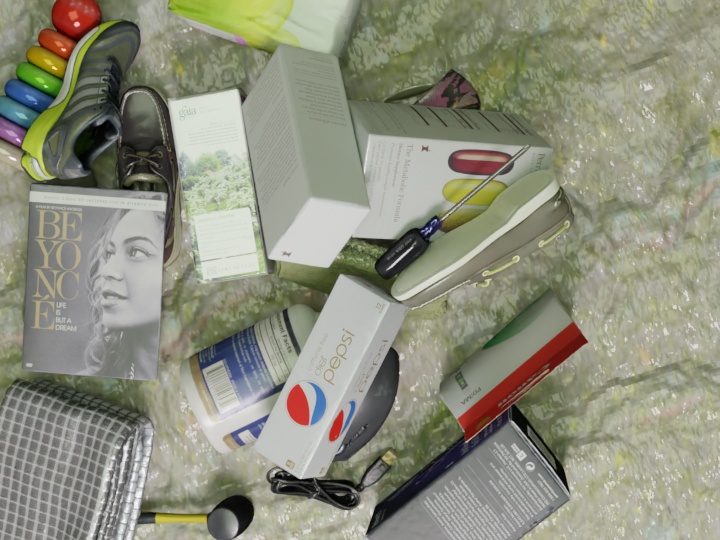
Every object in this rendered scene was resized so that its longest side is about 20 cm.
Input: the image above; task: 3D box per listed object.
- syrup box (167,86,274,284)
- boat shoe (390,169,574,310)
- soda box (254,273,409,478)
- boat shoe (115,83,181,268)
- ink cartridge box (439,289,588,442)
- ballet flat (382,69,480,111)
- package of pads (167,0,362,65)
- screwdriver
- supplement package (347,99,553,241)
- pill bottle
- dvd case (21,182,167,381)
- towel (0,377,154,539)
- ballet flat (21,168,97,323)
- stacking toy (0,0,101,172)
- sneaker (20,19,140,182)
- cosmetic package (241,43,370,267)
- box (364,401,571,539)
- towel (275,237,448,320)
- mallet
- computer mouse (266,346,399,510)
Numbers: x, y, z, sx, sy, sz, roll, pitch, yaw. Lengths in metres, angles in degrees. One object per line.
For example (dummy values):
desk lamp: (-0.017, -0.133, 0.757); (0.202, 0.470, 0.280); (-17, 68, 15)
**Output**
syrup box: (-0.148, -0.090, 1.758); (0.078, 0.081, 0.203); (-9, 91, 3)
boat shoe: (0.123, -0.018, 1.630); (0.201, 0.072, 0.061); (-36, 116, -1)
soda box: (-0.029, 0.107, 1.651); (0.063, 0.068, 0.202); (28, 96, 20)
boat shoe: (-0.229, -0.101, 1.771); (0.071, 0.065, 0.203); (-2, 94, 4)
ink cartridge box: (0.153, 0.095, 1.687); (0.161, 0.200, 0.050); (-41, 90, 5)
ballet flat: (0.033, -0.148, 1.755); (0.199, 0.069, 0.072); (-33, 73, 2)
package of pads: (-0.093, -0.311, 1.747); (0.198, 0.068, 0.156); (18, 94, 3)
screwdriver: (0.090, -0.062, 1.621); (0.200, 0.029, 0.028); (-43, 125, 11)
supplement package: (0.080, -0.100, 1.682); (0.198, 0.110, 0.115); (2, 114, -17)
pill bottle: (-0.083, 0.105, 1.749); (0.198, 0.111, 0.112); (-26, 91, 3)
dvd case: (-0.283, 0.012, 1.744); (0.147, 0.016, 0.203); (4, 96, 2)
towel: (-0.324, 0.233, 1.772); (0.164, 0.085, 0.202); (15, 95, 20)
ballet flat: (-0.326, -0.022, 1.784); (0.067, 0.064, 0.203); (10, 94, 3)
stacking toy: (-0.341, -0.209, 1.769); (0.085, 0.085, 0.202); (26, 91, 2)
sneaker: (-0.277, -0.175, 1.738); (0.080, 0.074, 0.202); (14, 70, 30)
cosmetic package: (-0.057, -0.116, 1.643); (0.071, 0.102, 0.202); (9, 51, -27)
box: (0.113, 0.245, 1.726); (0.199, 0.148, 0.105); (-39, 90, 5)
towel: (0.000, 0.000, 1.724); (0.198, 0.149, 0.037); (16, 74, 3)
mallet: (-0.217, 0.272, 1.793); (0.197, 0.066, 0.042); (-2, 95, 5)
computer mouse: (0.004, 0.177, 1.737); (0.140, 0.046, 0.201); (24, 106, -41)
